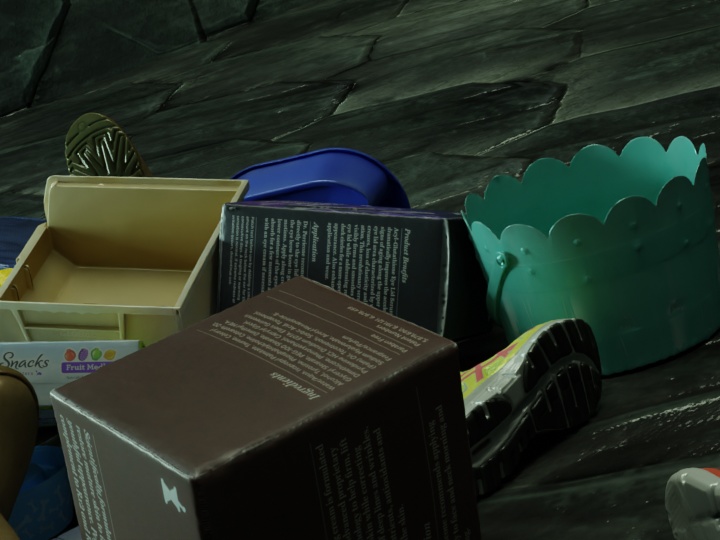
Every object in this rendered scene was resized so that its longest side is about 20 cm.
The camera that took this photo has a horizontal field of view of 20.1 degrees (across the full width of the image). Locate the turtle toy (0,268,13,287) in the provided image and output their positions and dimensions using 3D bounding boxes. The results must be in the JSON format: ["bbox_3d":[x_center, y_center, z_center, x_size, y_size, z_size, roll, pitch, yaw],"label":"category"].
[{"bbox_3d":[-0.301,0.081,1.775,0.199,0.147,0.101,-20,25,-16],"label":"turtle toy"}]

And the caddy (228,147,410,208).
[{"bbox_3d":[-0.051,-0.036,1.921,0.199,0.142,0.105,-12,19,12],"label":"caddy"}]

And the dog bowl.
[{"bbox_3d":[-0.308,0.196,1.541,0.199,0.050,0.111,-22,16,-23],"label":"dog bowl"}]

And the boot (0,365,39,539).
[{"bbox_3d":[-0.241,0.172,1.353,0.066,0.176,0.200,14,8,-23],"label":"boot"}]

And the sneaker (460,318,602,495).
[{"bbox_3d":[0.096,0.090,1.452,0.090,0.079,0.200,-3,20,46],"label":"sneaker"}]

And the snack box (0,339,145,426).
[{"bbox_3d":[-0.256,0.086,1.514,0.198,0.053,0.142,-1,-11,-3],"label":"snack box"}]

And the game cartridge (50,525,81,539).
[{"bbox_3d":[-0.162,0.209,1.382,0.129,0.039,0.199,-21,15,-32],"label":"game cartridge"}]

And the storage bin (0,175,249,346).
[{"bbox_3d":[-0.207,0.011,1.685,0.197,0.094,0.200,2,33,14],"label":"storage bin"}]

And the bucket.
[{"bbox_3d":[0.188,-0.011,1.599,0.206,0.136,0.207,-14,15,4],"label":"bucket"}]

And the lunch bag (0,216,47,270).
[{"bbox_3d":[-0.295,0.034,1.933,0.135,0.133,0.200,3,16,-8],"label":"lunch bag"}]

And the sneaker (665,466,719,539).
[{"bbox_3d":[0.252,0.138,1.136,0.081,0.078,0.200,-15,14,-23],"label":"sneaker"}]

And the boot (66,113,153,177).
[{"bbox_3d":[-0.204,-0.065,2.002,0.066,0.176,0.200,-32,-9,9],"label":"boot"}]

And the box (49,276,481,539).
[{"bbox_3d":[-0.054,0.129,1.247,0.199,0.167,0.164,-24,30,-32],"label":"box"}]

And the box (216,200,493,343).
[{"bbox_3d":[0.000,0.000,1.674,0.198,0.105,0.148,4,4,18],"label":"box"}]
